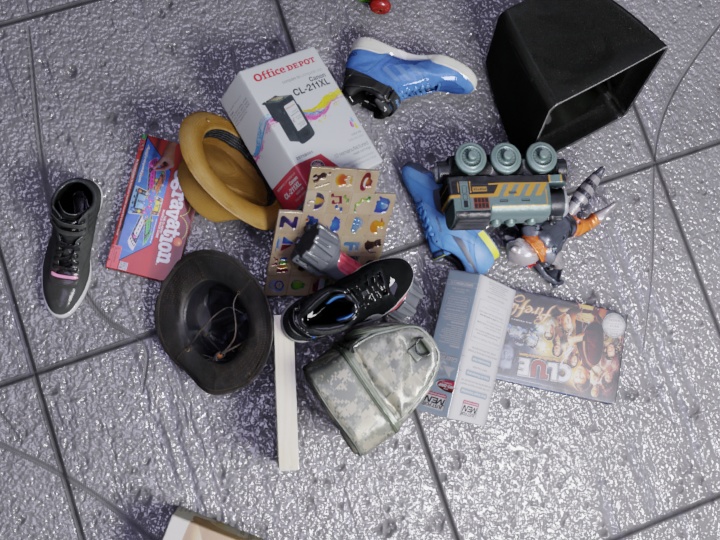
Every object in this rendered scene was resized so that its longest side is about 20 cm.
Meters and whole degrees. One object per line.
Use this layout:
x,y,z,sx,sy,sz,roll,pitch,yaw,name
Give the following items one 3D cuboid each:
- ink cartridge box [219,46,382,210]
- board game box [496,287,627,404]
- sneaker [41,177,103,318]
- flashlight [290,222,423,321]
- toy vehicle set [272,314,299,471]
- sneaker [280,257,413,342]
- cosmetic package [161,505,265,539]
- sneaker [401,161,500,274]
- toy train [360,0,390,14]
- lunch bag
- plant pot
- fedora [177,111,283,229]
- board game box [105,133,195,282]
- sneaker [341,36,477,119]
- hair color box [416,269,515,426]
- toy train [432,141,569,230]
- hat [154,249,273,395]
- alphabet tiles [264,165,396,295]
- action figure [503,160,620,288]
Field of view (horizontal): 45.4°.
-0.085,-0.200,1.230,0.145,0.083,0.202,-29,86,-35,ink cartridge box
0.290,0.112,1.278,0.197,0.035,0.138,12,81,-5,board game box
-0.405,-0.038,1.186,0.070,0.099,0.203,11,82,-7,sneaker
0.000,0.000,1.202,0.199,0.067,0.068,35,52,-32,flashlight
-0.103,0.166,1.179,0.026,0.124,0.203,-2,81,-7,toy vehicle set
-0.001,0.039,1.105,0.198,0.112,0.074,-26,93,-19,sneaker
-0.169,0.388,1.150,0.198,0.105,0.072,22,79,-5,cosmetic package
0.117,-0.070,1.270,0.078,0.066,0.201,-40,88,-7,sneaker
-0.003,-0.454,1.246,0.114,0.200,0.086,8,81,-1,toy train
0.021,0.140,1.163,0.167,0.200,0.140,-34,89,-7,lunch bag
0.292,-0.301,1.270,0.198,0.200,0.179,-29,74,-10,plant pot
-0.192,-0.126,1.212,0.081,0.200,0.202,-33,86,28,fedora
-0.292,-0.089,1.247,0.101,0.019,0.203,14,80,-6,board game box
0.069,-0.269,1.285,0.197,0.077,0.113,17,74,0,sneaker
0.151,0.111,1.219,0.098,0.060,0.203,21,80,-46,hair color box
0.200,-0.116,1.214,0.197,0.085,0.116,-2,75,-9,toy train
-0.186,0.066,1.197,0.198,0.081,0.204,2,95,27,hat
-0.041,-0.051,1.193,0.165,0.008,0.202,1,121,-23,alphabet tiles
0.270,-0.087,1.274,0.200,0.105,0.194,44,69,-2,action figure
